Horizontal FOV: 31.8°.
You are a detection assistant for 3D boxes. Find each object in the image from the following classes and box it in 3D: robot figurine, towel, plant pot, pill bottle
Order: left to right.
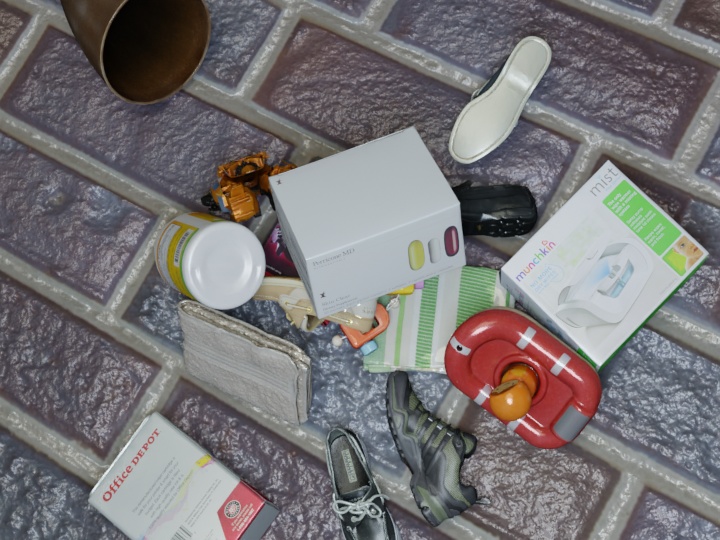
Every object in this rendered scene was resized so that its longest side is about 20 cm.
[{"bbox_3d":[-0.351,-0.371,1.847,0.187,0.187,0.199,-48,54,-6],"label":"plant pot"},{"bbox_3d":[-0.208,-0.018,1.673,0.110,0.200,0.113,-4,99,-24],"label":"pill bottle"},{"bbox_3d":[-0.152,0.123,1.653,0.198,0.134,0.035,22,47,19],"label":"towel"},{"bbox_3d":[-0.142,-0.116,1.703,0.143,0.200,0.059,-19,108,-11],"label":"robot figurine"},{"bbox_3d":[0.106,0.066,1.672,0.197,0.023,0.155,3,72,14],"label":"towel"}]

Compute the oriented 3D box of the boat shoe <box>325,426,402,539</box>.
[{"bbox_3d":[0.001,0.293,1.593,0.073,0.068,0.202,-16,70,7],"label":"boat shoe"}]

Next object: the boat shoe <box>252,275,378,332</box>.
[{"bbox_3d":[-0.066,0.045,1.623,0.198,0.073,0.070,4,91,37],"label":"boat shoe"}]

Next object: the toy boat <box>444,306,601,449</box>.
[{"bbox_3d":[0.190,0.140,1.542,0.199,0.131,0.131,36,116,7],"label":"toy boat"}]

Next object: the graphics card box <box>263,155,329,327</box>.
[{"bbox_3d":[-0.053,-0.041,1.726,0.124,0.051,0.201,27,78,18],"label":"graphics card box"}]

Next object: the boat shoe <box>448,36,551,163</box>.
[{"bbox_3d":[0.189,-0.230,1.728,0.074,0.062,0.201,31,89,4],"label":"boat shoe"}]

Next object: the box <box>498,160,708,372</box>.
[{"bbox_3d":[0.305,-0.002,1.604,0.200,0.097,0.177,-43,77,-4],"label":"box"}]

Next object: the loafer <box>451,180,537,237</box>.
[{"bbox_3d":[0.136,-0.083,1.679,0.198,0.068,0.071,-1,54,-8],"label":"loafer"}]

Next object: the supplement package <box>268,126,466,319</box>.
[{"bbox_3d":[0.009,-0.061,1.550,0.198,0.112,0.157,-20,48,-7],"label":"supplement package"}]

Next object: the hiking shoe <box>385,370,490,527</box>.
[{"bbox_3d":[0.095,0.216,1.605,0.099,0.076,0.202,-18,78,-3],"label":"hiking shoe"}]

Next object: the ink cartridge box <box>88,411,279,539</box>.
[{"bbox_3d":[-0.227,0.302,1.632,0.199,0.083,0.146,35,82,20],"label":"ink cartridge box"}]

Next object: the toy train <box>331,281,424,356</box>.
[{"bbox_3d":[0.000,0.000,1.655,0.149,0.056,0.202,-27,82,-7],"label":"toy train"}]
